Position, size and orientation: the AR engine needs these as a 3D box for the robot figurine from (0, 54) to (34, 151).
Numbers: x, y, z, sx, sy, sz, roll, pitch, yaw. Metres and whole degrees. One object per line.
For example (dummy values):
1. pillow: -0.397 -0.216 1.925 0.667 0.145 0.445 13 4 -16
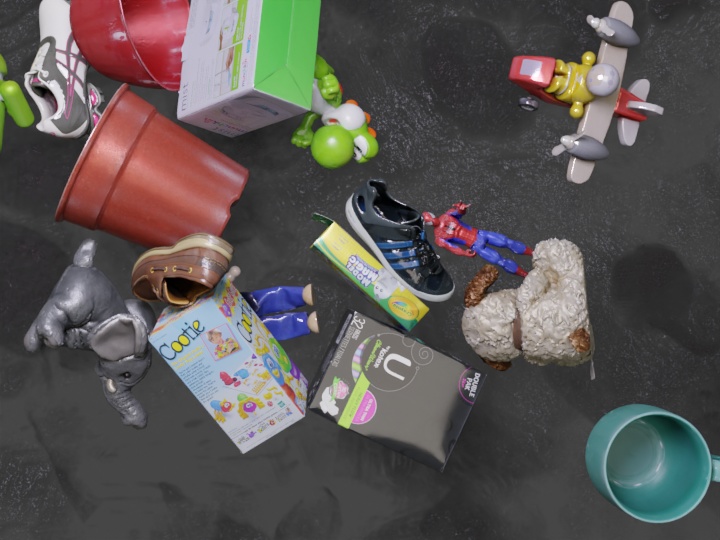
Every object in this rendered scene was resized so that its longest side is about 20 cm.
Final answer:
1. robot figurine: -0.530 -0.220 1.203 0.175 0.116 0.201 4 89 7

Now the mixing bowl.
1. mixing bowl: -0.310 -0.326 1.199 0.108 0.200 0.201 -8 91 16

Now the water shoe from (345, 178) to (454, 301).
1. water shoe: 0.063 -0.039 1.261 0.200 0.079 0.072 44 46 -3

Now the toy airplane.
1. toy airplane: 0.330 -0.247 1.264 0.199 0.141 0.200 -29 92 -5

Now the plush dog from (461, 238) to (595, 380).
1. plush dog: 0.224 0.074 1.239 0.171 0.161 0.200 -6 117 16

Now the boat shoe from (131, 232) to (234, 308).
1. boat shoe: -0.237 0.011 1.153 0.072 0.200 0.068 30 58 -32

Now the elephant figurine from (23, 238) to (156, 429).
1. elephant figurine: -0.332 0.091 1.228 0.200 0.155 0.142 32 44 -14

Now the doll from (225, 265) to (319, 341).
1. doll: -0.161 0.061 1.267 0.199 0.048 0.137 -9 100 1

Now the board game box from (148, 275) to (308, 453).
1. board game box: -0.169 0.121 1.206 0.105 0.103 0.200 -32 108 11

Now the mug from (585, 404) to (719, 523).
1. mug: 0.408 0.275 1.282 0.185 0.114 0.152 39 86 -4

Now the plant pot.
1. plant pot: -0.263 -0.110 1.196 0.195 0.201 0.201 27 88 -12

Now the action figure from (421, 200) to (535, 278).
1. action figure: 0.178 -0.040 1.275 0.200 0.099 0.065 22 88 -2

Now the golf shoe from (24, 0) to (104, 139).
1. golf shoe: -0.404 -0.276 1.219 0.077 0.088 0.201 -14 89 38

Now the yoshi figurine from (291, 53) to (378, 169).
1. yoshi figurine: -0.060 -0.220 1.252 0.112 0.112 0.200 -40 95 4

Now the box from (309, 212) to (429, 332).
1. box: 0.000 0.000 1.247 0.200 0.117 0.048 44 86 -3

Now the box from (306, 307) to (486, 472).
1. box: 0.045 0.159 1.246 0.200 0.124 0.149 26 88 -5

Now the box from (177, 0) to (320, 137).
1. box: -0.146 -0.294 1.181 0.097 0.176 0.201 14 74 -40
